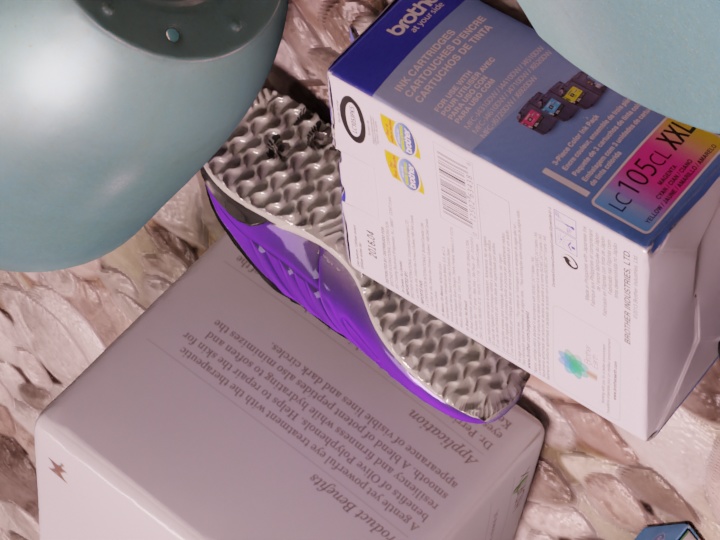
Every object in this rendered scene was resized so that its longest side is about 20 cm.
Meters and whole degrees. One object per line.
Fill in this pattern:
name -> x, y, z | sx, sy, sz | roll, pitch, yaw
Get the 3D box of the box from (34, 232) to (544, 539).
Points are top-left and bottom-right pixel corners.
box -> -0.040, 0.123, 1.551 | 0.199, 0.171, 0.200 | 36, 152, 16

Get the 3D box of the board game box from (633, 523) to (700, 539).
board game box -> 0.163, 0.248, 1.469 | 0.200, 0.153, 0.040 | 52, 153, -14

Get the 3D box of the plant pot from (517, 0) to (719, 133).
plant pot -> 0.124, -0.136, 1.000 | 0.141, 0.141, 0.200 | 56, 158, -23

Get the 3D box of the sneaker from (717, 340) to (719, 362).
sneaker -> 0.172, 0.050, 1.212 | 0.083, 0.072, 0.200 | 57, 178, 2

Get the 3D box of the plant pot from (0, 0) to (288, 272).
plant pot -> -0.123, -0.119, 1.311 | 0.201, 0.201, 0.161 | 49, 142, -9

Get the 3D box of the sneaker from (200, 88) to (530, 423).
sneaker -> 0.000, -0.001, 1.446 | 0.200, 0.070, 0.100 | 45, 161, 8

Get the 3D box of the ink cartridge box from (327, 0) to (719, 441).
ink cartridge box -> 0.062, -0.035, 1.288 | 0.200, 0.076, 0.137 | 29, 149, 25
